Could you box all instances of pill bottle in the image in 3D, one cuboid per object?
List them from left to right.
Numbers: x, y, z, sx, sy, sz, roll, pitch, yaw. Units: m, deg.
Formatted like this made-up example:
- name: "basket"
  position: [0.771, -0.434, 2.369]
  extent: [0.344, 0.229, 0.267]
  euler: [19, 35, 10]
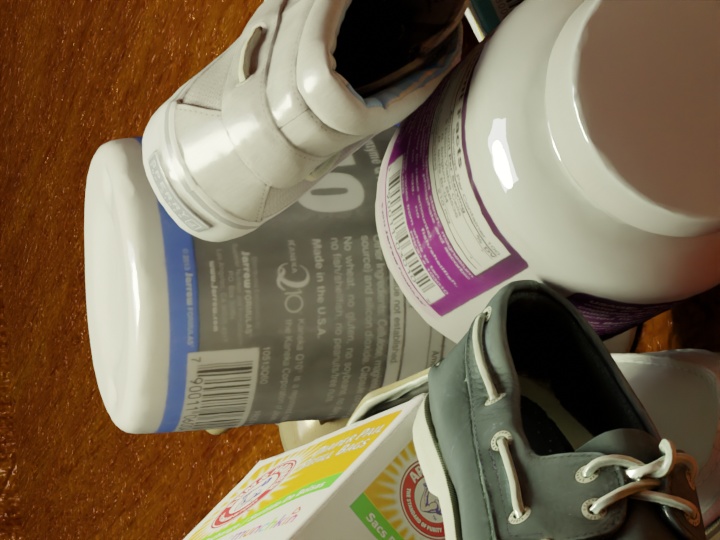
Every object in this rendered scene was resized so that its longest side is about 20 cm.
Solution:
- name: "pill bottle"
  position: [0.000, 0.000, 1.055]
  extent: [0.114, 0.200, 0.114]
  euler: [176, 90, -75]
- name: "pill bottle"
  position: [0.080, -0.038, 0.914]
  extent: [0.200, 0.112, 0.113]
  euler: [144, 122, -73]

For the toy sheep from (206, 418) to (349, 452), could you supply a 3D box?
- name: "toy sheep"
  position: [-0.012, 0.006, 1.252]
  extent: [0.138, 0.138, 0.200]
  euler: [117, 152, -63]

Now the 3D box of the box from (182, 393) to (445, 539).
- name: "box"
  position: [-0.033, 0.147, 0.892]
  extent: [0.101, 0.200, 0.112]
  euler: [52, 144, -9]

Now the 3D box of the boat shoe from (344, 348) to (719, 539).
- name: "boat shoe"
  position: [0.065, 0.062, 0.938]
  extent: [0.200, 0.068, 0.075]
  euler: [-19, 57, 57]

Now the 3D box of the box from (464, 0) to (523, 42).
- name: "box"
  position: [0.039, -0.163, 1.111]
  extent: [0.082, 0.049, 0.200]
  euler: [62, -177, -37]

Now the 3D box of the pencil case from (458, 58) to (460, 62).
- name: "pencil case"
  position: [0.003, -0.103, 1.175]
  extent: [0.200, 0.087, 0.088]
  euler: [-81, -10, -82]

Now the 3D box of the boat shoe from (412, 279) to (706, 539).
- name: "boat shoe"
  position: [0.065, 0.068, 0.806]
  extent: [0.200, 0.073, 0.062]
  euler: [-117, 46, -60]

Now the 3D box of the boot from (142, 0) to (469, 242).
- name: "boot"
  position: [0.007, -0.082, 0.946]
  extent: [0.095, 0.074, 0.200]
  euler: [-28, 16, 36]
